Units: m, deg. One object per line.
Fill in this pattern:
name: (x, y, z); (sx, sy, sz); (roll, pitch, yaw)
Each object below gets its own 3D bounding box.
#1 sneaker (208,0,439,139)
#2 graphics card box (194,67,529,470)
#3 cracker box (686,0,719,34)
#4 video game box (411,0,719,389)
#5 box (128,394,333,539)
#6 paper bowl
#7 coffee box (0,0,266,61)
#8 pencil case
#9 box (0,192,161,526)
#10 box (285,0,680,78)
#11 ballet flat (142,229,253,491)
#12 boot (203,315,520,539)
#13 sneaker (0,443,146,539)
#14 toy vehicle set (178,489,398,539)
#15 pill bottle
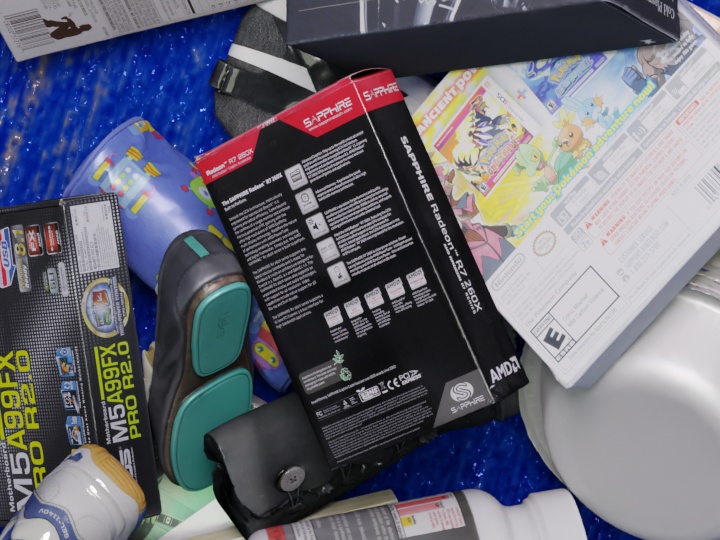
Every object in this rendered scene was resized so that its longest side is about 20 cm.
sneaker: (-0.003, -0.083, 1.621); (0.199, 0.073, 0.112); (33, 99, 11)
graphics card box: (0.000, 0.000, 1.477); (0.125, 0.051, 0.201); (-26, 87, 32)
cracker box: (0.121, -0.170, 1.568); (0.199, 0.134, 0.058); (27, 96, 4)
video game box: (0.129, -0.066, 1.465); (0.200, 0.047, 0.182); (-48, 72, 17)
box: (-0.112, 0.169, 1.657); (0.144, 0.036, 0.201); (30, 94, 2)
paper bowl: (0.189, 0.082, 1.544); (0.199, 0.104, 0.202); (16, 130, 19)
coffee box: (-0.133, -0.216, 1.594); (0.198, 0.080, 0.114); (-14, 61, 5)
pencil case: (-0.092, -0.009, 1.624); (0.200, 0.087, 0.078); (40, 121, 3)
box: (-0.200, 0.058, 1.608); (0.160, 0.044, 0.202); (-4, 94, 48)
box: (0.067, -0.213, 1.425); (0.199, 0.104, 0.184); (-6, 80, 30)
ballet flat: (-0.101, 0.050, 1.572); (0.072, 0.073, 0.201); (13, 138, 4)
boot: (-0.005, 0.065, 1.570); (0.199, 0.066, 0.166); (-22, 129, -10)
sneaker: (-0.194, 0.179, 1.535); (0.075, 0.200, 0.088); (40, 53, 12)
toy vehicle set: (-0.062, 0.222, 1.626); (0.198, 0.027, 0.125); (-14, 103, -6)
pill bottle: (0.037, 0.196, 1.561); (0.198, 0.116, 0.117); (-11, 92, -5)
